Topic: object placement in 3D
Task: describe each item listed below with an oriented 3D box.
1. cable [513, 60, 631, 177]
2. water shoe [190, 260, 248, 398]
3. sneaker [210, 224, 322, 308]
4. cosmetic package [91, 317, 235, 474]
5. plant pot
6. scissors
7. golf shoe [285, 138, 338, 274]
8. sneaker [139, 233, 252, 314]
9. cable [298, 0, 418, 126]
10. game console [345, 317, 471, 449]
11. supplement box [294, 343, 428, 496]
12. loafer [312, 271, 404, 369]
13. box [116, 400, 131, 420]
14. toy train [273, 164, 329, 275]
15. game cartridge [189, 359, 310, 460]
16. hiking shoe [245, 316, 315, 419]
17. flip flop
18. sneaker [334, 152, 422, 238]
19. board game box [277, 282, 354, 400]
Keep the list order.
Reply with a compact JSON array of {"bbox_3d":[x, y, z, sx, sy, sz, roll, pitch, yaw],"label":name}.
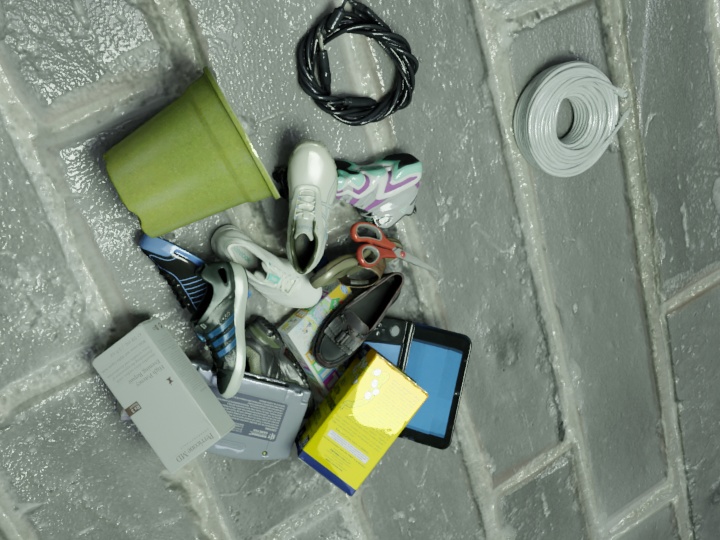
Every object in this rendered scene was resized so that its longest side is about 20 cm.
[{"bbox_3d":[0.362,-0.267,1.476,0.200,0.069,0.201,31,92,-32],"label":"cable"},{"bbox_3d":[-0.211,0.086,1.221,0.079,0.071,0.201,1,94,-26],"label":"water shoe"},{"bbox_3d":[-0.137,0.007,1.282,0.200,0.088,0.075,32,91,-26],"label":"sneaker"},{"bbox_3d":[-0.284,0.180,1.218,0.102,0.074,0.200,-37,89,11],"label":"cosmetic package"},{"bbox_3d":[-0.237,-0.143,1.142,0.184,0.200,0.201,-29,119,-4],"label":"plant pot"},{"bbox_3d":[0.059,-0.036,1.355,0.199,0.014,0.074,5,72,-44],"label":"scissors"},{"bbox_3d":[-0.073,-0.088,1.231,0.078,0.097,0.201,2,113,-2],"label":"golf shoe"},{"bbox_3d":[-0.252,0.020,1.245,0.200,0.070,0.078,35,82,-34],"label":"sneaker"},{"bbox_3d":[0.001,-0.301,1.282,0.200,0.051,0.164,38,88,-33],"label":"cable"},{"bbox_3d":[0.072,0.188,1.402,0.170,0.118,0.201,10,92,-39],"label":"game console"},{"bbox_3d":[-0.002,0.233,1.332,0.109,0.109,0.200,38,87,-9],"label":"supplement box"},{"bbox_3d":[-0.001,0.072,1.345,0.072,0.063,0.200,43,65,-1],"label":"loafer"},{"bbox_3d":[-0.277,0.207,1.314,0.199,0.041,0.039,5,105,-30],"label":"box"},{"bbox_3d":[-0.087,-0.071,1.316,0.034,0.046,0.201,-29,118,-17],"label":"toy train"},{"bbox_3d":[-0.190,0.223,1.303,0.199,0.041,0.134,18,95,-20],"label":"game cartridge"},{"bbox_3d":[-0.148,0.171,1.362,0.100,0.076,0.201,-30,113,-2],"label":"hiking shoe"},{"bbox_3d":[0.000,0.000,1.338,0.200,0.058,0.081,-22,162,-51],"label":"flip flop"},{"bbox_3d":[0.004,-0.103,1.337,0.199,0.078,0.141,-8,121,-13],"label":"sneaker"},{"bbox_3d":[-0.037,0.130,1.403,0.134,0.034,0.201,-44,122,-23],"label":"board game box"}]
